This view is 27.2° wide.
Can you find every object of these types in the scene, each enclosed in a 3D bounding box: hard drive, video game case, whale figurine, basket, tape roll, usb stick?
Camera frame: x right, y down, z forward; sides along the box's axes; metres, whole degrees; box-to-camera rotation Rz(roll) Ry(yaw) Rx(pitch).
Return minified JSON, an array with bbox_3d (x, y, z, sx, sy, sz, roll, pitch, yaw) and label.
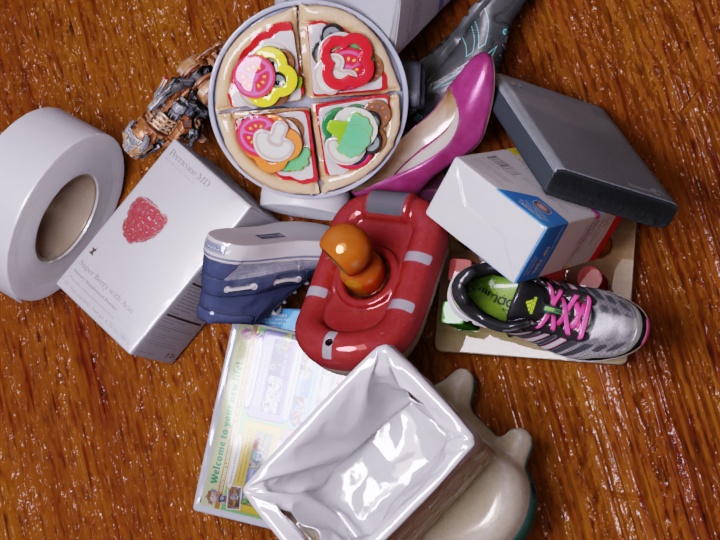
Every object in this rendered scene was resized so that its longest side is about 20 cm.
[{"bbox_3d":[0.210,-0.117,1.443,0.139,0.200,0.033,15,118,-23],"label":"hard drive"},{"bbox_3d":[-0.064,0.165,1.511,0.181,0.022,0.201,11,86,14],"label":"video game case"},{"bbox_3d":[0.109,0.203,1.505,0.159,0.104,0.200,-28,53,18],"label":"whale figurine"},{"bbox_3d":[0.014,0.190,1.408,0.200,0.123,0.136,-46,68,4],"label":"basket"},{"bbox_3d":[-0.340,-0.070,1.590,0.071,0.202,0.203,28,90,15],"label":"tape roll"},{"bbox_3d":[-0.032,-0.191,1.503,0.199,0.033,0.056,4,85,-4],"label":"usb stick"}]

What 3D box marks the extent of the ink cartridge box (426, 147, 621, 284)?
[{"bbox_3d":[0.170,-0.060,1.415,0.116,0.200,0.067,40,120,25],"label":"ink cartridge box"}]

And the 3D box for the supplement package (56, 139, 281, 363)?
[{"bbox_3d":[-0.200,-0.018,1.589,0.121,0.120,0.200,40,93,17],"label":"supplement package"}]

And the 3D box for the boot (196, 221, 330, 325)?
[{"bbox_3d":[-0.086,0.003,1.542,0.073,0.200,0.091,30,114,44],"label":"boot"}]

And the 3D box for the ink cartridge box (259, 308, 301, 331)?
[{"bbox_3d":[-0.057,0.143,1.558,0.115,0.067,0.201,3,83,14],"label":"ink cartridge box"}]

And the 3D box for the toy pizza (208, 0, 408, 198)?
[{"bbox_3d":[-0.051,-0.166,1.472,0.199,0.032,0.201,-1,107,-3],"label":"toy pizza"}]

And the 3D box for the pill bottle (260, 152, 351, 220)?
[{"bbox_3d":[-0.046,-0.159,1.573,0.113,0.113,0.201,6,85,15],"label":"pill bottle"}]

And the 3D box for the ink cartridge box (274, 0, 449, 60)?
[{"bbox_3d":[0.025,-0.324,1.538,0.145,0.083,0.200,28,50,15],"label":"ink cartridge box"}]

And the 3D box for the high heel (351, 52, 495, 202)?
[{"bbox_3d":[0.064,-0.141,1.504,0.096,0.200,0.067,7,45,-22],"label":"high heel"}]

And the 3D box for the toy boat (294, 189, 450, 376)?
[{"bbox_3d":[0.000,0.000,1.451,0.130,0.131,0.201,7,67,29],"label":"toy boat"}]

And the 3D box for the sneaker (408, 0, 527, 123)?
[{"bbox_3d":[0.123,-0.229,1.569,0.079,0.075,0.200,43,101,2],"label":"sneaker"}]

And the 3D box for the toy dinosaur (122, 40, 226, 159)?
[{"bbox_3d":[-0.164,-0.188,1.595,0.199,0.136,0.102,-23,77,10],"label":"toy dinosaur"}]

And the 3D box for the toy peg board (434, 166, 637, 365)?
[{"bbox_3d":[0.174,-0.013,1.505,0.199,0.098,0.200,4,84,14],"label":"toy peg board"}]

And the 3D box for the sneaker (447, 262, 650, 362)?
[{"bbox_3d":[0.172,0.037,1.402,0.199,0.087,0.074,15,86,15],"label":"sneaker"}]
